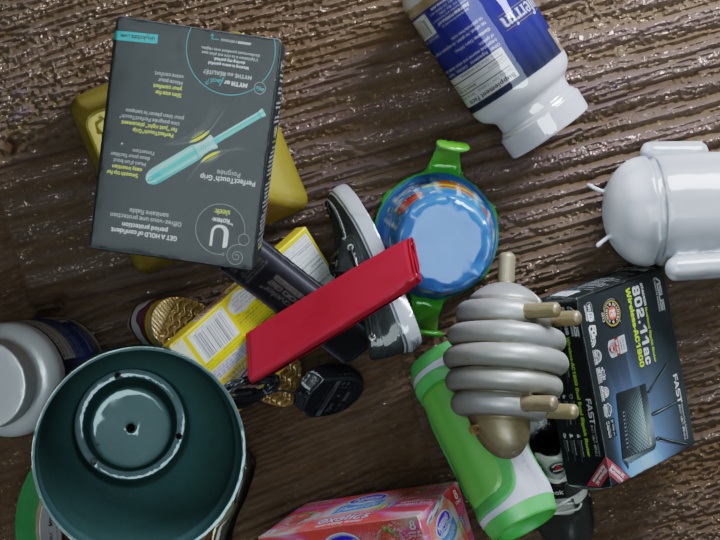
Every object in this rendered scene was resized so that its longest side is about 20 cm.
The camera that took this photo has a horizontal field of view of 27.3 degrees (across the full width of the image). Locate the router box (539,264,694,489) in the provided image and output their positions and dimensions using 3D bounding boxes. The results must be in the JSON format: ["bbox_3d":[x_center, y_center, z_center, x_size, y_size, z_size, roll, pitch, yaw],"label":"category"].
[{"bbox_3d":[0.264,0.108,1.531,0.149,0.062,0.203,-17,99,-42],"label":"router box"}]

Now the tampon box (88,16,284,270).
[{"bbox_3d":[-0.152,-0.114,1.331,0.148,0.126,0.203,8,96,-2],"label":"tampon box"}]

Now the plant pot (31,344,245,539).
[{"bbox_3d":[-0.218,0.162,1.432,0.197,0.134,0.204,-2,97,-13],"label":"plant pot"}]

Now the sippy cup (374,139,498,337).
[{"bbox_3d":[0.081,-0.032,1.519,0.138,0.130,0.180,-28,96,2],"label":"sippy cup"}]

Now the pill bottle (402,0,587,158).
[{"bbox_3d":[0.140,-0.223,1.509,0.115,0.116,0.201,-34,96,2],"label":"pill bottle"}]

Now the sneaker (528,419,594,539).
[{"bbox_3d":[0.200,0.211,1.565,0.073,0.089,0.203,-15,96,6],"label":"sneaker"}]

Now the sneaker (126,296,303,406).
[{"bbox_3d":[-0.151,0.082,1.561,0.199,0.090,0.076,33,72,-28],"label":"sneaker"}]

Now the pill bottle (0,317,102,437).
[{"bbox_3d":[-0.335,0.106,1.481,0.109,0.200,0.113,0,91,9],"label":"pill bottle"}]

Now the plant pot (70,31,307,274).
[{"bbox_3d":[-0.179,-0.115,1.482,0.198,0.176,0.202,-22,95,2],"label":"plant pot"}]

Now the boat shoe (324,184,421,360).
[{"bbox_3d":[0.000,0.000,1.514,0.056,0.069,0.202,-20,62,-9],"label":"boat shoe"}]

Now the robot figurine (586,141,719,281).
[{"bbox_3d":[0.335,-0.064,1.529,0.197,0.114,0.171,-4,53,-3],"label":"robot figurine"}]

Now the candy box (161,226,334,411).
[{"bbox_3d":[-0.102,0.055,1.523,0.200,0.026,0.103,-42,112,-25],"label":"candy box"}]

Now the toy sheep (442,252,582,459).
[{"bbox_3d":[0.145,0.083,1.451,0.136,0.138,0.203,6,76,-2],"label":"toy sheep"}]

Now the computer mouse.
[{"bbox_3d":[-0.072,0.119,1.525,0.034,0.199,0.059,51,118,33],"label":"computer mouse"}]

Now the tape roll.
[{"bbox_3d":[-0.263,0.266,1.546,0.197,0.048,0.204,-2,82,18],"label":"tape roll"}]

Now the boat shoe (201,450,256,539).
[{"bbox_3d":[-0.174,0.279,1.578,0.073,0.076,0.203,19,89,4],"label":"boat shoe"}]

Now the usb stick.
[{"bbox_3d":[-0.065,0.026,1.505,0.055,0.033,0.199,-42,119,17],"label":"usb stick"}]

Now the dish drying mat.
[{"bbox_3d":[-0.028,0.039,1.446,0.199,0.077,0.018,-32,124,15],"label":"dish drying mat"}]

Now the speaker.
[{"bbox_3d":[0.125,0.174,1.526,0.088,0.089,0.202,-27,67,2],"label":"speaker"}]

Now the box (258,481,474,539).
[{"bbox_3d":[0.010,0.288,1.523,0.198,0.102,0.096,-13,96,31],"label":"box"}]
